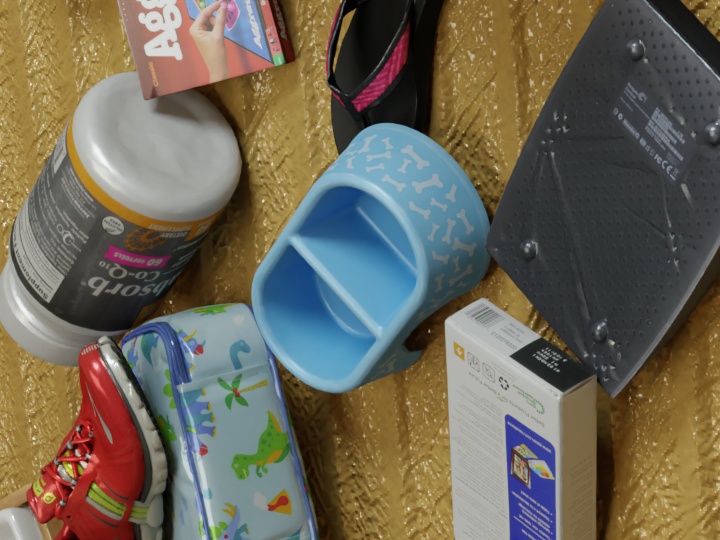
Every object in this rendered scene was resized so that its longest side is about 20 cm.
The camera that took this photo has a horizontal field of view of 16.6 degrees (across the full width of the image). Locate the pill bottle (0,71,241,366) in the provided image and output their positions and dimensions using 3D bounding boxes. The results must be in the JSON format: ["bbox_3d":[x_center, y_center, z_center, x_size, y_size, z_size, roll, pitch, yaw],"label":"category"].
[{"bbox_3d":[-0.166,-0.029,1.628,0.117,0.116,0.200,57,139,20],"label":"pill bottle"}]

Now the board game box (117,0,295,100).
[{"bbox_3d":[-0.114,-0.215,1.535,0.103,0.019,0.201,-13,97,24],"label":"board game box"}]

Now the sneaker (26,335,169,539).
[{"bbox_3d":[-0.169,0.129,1.553,0.077,0.085,0.201,-121,24,-43],"label":"sneaker"}]

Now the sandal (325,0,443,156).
[{"bbox_3d":[0.010,-0.139,1.436,0.075,0.045,0.201,38,129,34],"label":"sandal"}]

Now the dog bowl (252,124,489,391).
[{"bbox_3d":[0.000,0.000,1.463,0.112,0.050,0.200,47,141,9],"label":"dog bowl"}]

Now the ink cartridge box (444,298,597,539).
[{"bbox_3d":[0.092,0.119,1.413,0.095,0.037,0.201,34,139,39],"label":"ink cartridge box"}]

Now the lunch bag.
[{"bbox_3d":[-0.094,0.124,1.597,0.161,0.082,0.201,174,82,-74],"label":"lunch bag"}]

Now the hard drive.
[{"bbox_3d":[0.147,-0.044,1.305,0.135,0.042,0.200,51,136,27],"label":"hard drive"}]

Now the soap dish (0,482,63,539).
[{"bbox_3d":[-0.250,0.255,1.851,0.200,0.081,0.158,-31,78,50],"label":"soap dish"}]
